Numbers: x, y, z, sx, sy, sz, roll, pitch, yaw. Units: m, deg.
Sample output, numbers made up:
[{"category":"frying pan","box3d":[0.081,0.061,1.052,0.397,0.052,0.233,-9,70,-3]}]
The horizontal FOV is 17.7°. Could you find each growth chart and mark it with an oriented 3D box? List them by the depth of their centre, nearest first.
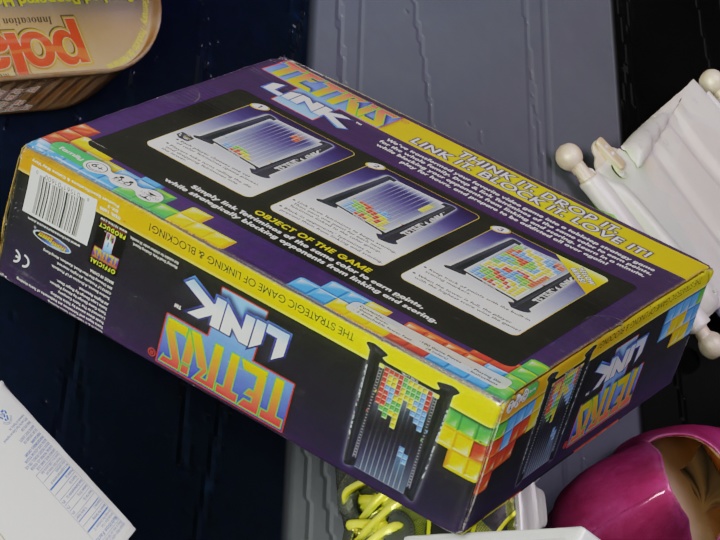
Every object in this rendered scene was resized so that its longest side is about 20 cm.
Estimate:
[{"category":"growth chart","box3d":[0.184,-0.029,1.167,0.145,0.018,0.200,56,36,2]}]

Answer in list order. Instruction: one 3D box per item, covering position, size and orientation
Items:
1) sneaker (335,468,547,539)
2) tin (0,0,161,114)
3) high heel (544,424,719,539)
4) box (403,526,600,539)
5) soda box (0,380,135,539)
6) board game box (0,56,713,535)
[{"category":"sneaker","box3d":[0.022,0.112,0.821,0.084,0.074,0.201,10,55,-44]},{"category":"tin","box3d":[-0.155,-0.107,0.832,0.200,0.042,0.112,-10,66,-52]},{"category":"high heel","box3d":[0.135,0.088,0.950,0.200,0.096,0.068,-9,69,-51]},{"category":"box","box3d":[0.077,0.207,0.737,0.200,0.097,0.177,38,61,-26]},{"category":"soda box","box3d":[-0.145,0.117,0.635,0.064,0.068,0.200,49,36,-7]},{"category":"board game box","box3d":[0.000,0.000,0.822,0.200,0.057,0.165,28,27,24]}]
